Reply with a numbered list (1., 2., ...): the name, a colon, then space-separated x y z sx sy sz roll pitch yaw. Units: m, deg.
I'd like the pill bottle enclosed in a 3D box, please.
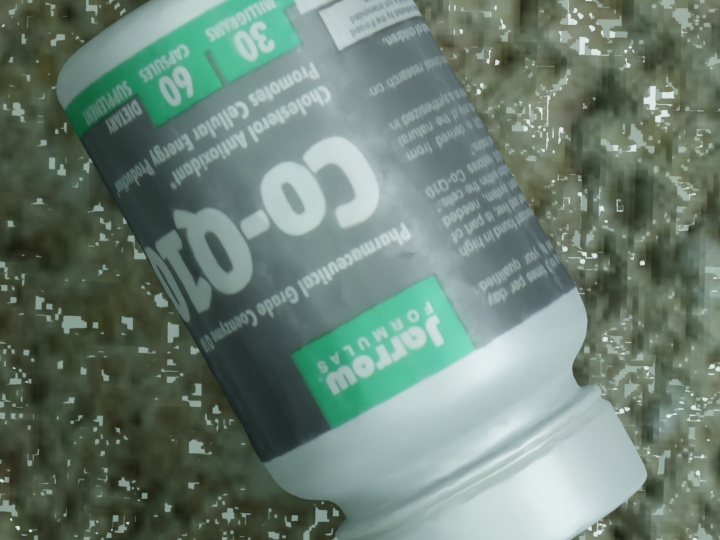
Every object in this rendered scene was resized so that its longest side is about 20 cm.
1. pill bottle: 0.000 0.000 0.850 0.113 0.113 0.200 -30 90 6
